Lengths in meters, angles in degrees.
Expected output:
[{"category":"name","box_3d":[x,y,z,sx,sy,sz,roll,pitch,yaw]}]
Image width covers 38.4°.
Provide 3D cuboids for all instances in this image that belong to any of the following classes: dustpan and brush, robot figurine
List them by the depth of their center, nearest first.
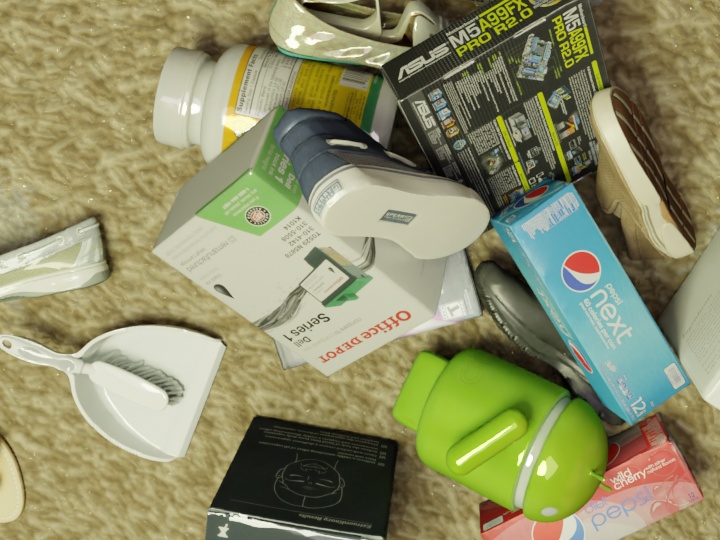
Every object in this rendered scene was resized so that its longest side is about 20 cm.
[{"category":"robot figurine","box_3d":[0.129,0.144,0.914,0.198,0.175,0.117,24,84,24]},{"category":"dustpan and brush","box_3d":[-0.245,0.097,0.984,0.198,0.057,0.141,23,105,0]}]

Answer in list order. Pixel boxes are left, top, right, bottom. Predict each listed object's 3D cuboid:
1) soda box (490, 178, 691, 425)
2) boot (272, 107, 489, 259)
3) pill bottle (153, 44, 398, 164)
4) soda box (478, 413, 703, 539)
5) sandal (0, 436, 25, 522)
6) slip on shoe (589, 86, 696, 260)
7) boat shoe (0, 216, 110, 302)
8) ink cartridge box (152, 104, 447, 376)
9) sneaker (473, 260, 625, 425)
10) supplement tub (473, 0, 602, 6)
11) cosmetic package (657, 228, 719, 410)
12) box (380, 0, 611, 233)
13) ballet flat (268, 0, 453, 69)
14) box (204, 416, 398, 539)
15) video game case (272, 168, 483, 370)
[{"category":"soda box","box_3d":[0.190,0.024,0.862,0.064,0.068,0.201,-33,101,-2]},{"category":"boot","box_3d":[0.022,-0.070,0.794,0.073,0.199,0.091,-44,60,22]},{"category":"pill bottle","box_3d":[-0.071,-0.129,0.887,0.198,0.113,0.114,13,104,1]},{"category":"soda box","box_3d":[0.212,0.218,0.969,0.199,0.063,0.070,-30,99,12]},{"category":"sandal","box_3d":[-0.400,0.167,1.010,0.077,0.070,0.214,-14,102,9]},{"category":"slip on shoe","box_3d":[0.223,-0.072,0.862,0.060,0.077,0.200,-15,144,27]},{"category":"boat shoe","box_3d":[-0.337,-0.004,0.965,0.199,0.074,0.066,-8,97,3]},{"category":"ink cartridge box","box_3d":[-0.045,-0.016,0.854,0.199,0.085,0.146,37,134,-23]},{"category":"sneaker","box_3d":[0.187,0.049,0.934,0.199,0.076,0.091,39,97,-14]},{"category":"supplement tub","box_3d":[0.101,-0.285,0.819,0.197,0.140,0.142,8,104,3]},{"category":"cosmetic package","box_3d":[0.370,0.045,0.842,0.166,0.200,0.167,30,105,-2]},{"category":"box","box_3d":[0.122,-0.127,0.834,0.159,0.045,0.200,-30,143,5]},{"category":"ballet flat","box_3d":[0.023,-0.200,0.863,0.197,0.068,0.063,5,134,-12]},{"category":"box","box_3d":[-0.050,0.227,0.925,0.146,0.200,0.108,10,104,3]},{"category":"video game case","box_3d":[0.000,0.000,0.960,0.198,0.019,0.144,-16,101,8]}]
